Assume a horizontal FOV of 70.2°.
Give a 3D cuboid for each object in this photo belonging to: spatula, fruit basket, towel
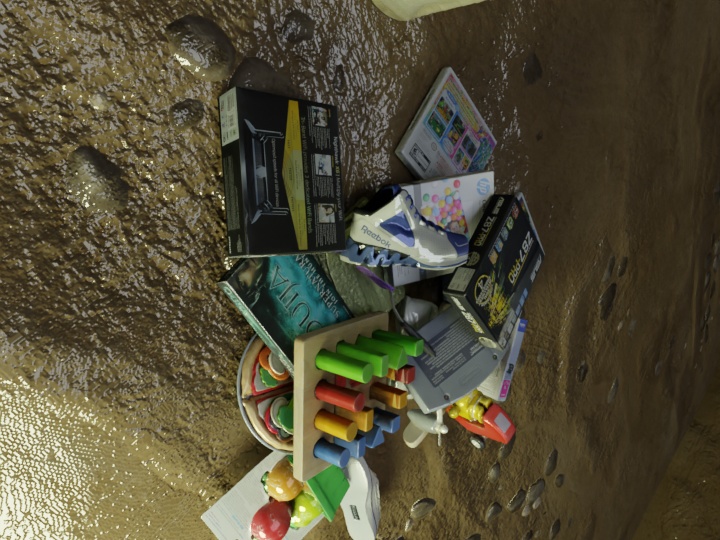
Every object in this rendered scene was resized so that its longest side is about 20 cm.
[{"bbox_3d":[0.060,0.064,0.801,0.020,0.056,0.201,-40,107,-13],"label":"spatula"},{"bbox_3d":[-0.121,0.351,0.787,0.199,0.093,0.187,-35,122,-20],"label":"fruit basket"},{"bbox_3d":[0.000,0.000,0.828,0.148,0.036,0.202,-39,123,-29],"label":"towel"}]

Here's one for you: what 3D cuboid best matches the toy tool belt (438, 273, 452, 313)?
[{"bbox_3d":[0.222,0.036,0.975,0.124,0.122,0.203,-25,117,-42],"label":"toy tool belt"}]

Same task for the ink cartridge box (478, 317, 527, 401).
[{"bbox_3d":[0.268,0.150,1.053,0.042,0.119,0.203,12,93,-41],"label":"ink cartridge box"}]

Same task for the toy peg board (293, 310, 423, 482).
[{"bbox_3d":[0.007,0.180,0.730,0.199,0.097,0.202,-10,105,-52],"label":"toy peg board"}]

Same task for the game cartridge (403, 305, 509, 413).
[{"bbox_3d":[0.152,0.142,0.862,0.199,0.134,0.041,-31,165,-24],"label":"game cartridge"}]

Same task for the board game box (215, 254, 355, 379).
[{"bbox_3d":[-0.093,0.048,0.718,0.201,0.028,0.136,56,50,-24],"label":"board game box"}]

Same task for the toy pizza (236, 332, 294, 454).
[{"bbox_3d":[-0.086,0.163,0.750,0.198,0.032,0.203,11,73,-38],"label":"toy pizza"}]

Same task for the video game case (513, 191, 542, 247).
[{"bbox_3d":[0.333,-0.038,1.129,0.183,0.022,0.201,-51,128,-20],"label":"video game case"}]

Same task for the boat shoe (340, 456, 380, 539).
[{"bbox_3d":[0.002,0.394,0.923,0.070,0.070,0.203,-47,129,-58],"label":"boat shoe"}]

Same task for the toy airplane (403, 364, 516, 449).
[{"bbox_3d":[0.169,0.218,0.934,0.142,0.196,0.202,82,4,-49],"label":"toy airplane"}]

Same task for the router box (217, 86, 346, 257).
[{"bbox_3d":[-0.098,-0.121,0.669,0.156,0.052,0.203,-4,91,-41],"label":"router box"}]

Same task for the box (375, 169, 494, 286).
[{"bbox_3d":[0.128,-0.072,0.837,0.197,0.041,0.158,-12,108,-21],"label":"box"}]

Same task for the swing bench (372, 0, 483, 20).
[{"bbox_3d":[0.136,-0.446,0.722,0.201,0.198,0.130,-52,130,-18],"label":"swing bench"}]

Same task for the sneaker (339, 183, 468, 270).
[{"bbox_3d":[0.071,-0.067,0.747,0.196,0.081,0.117,0,106,-18],"label":"sneaker"}]

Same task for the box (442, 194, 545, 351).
[{"bbox_3d":[0.224,0.003,0.837,0.162,0.049,0.201,50,62,-39],"label":"box"}]

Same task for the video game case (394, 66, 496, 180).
[{"bbox_3d":[0.161,-0.223,0.924,0.200,0.024,0.184,40,74,-40],"label":"video game case"}]

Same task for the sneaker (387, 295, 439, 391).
[{"bbox_3d":[0.096,0.149,0.914,0.079,0.070,0.203,8,98,-12],"label":"sneaker"}]
